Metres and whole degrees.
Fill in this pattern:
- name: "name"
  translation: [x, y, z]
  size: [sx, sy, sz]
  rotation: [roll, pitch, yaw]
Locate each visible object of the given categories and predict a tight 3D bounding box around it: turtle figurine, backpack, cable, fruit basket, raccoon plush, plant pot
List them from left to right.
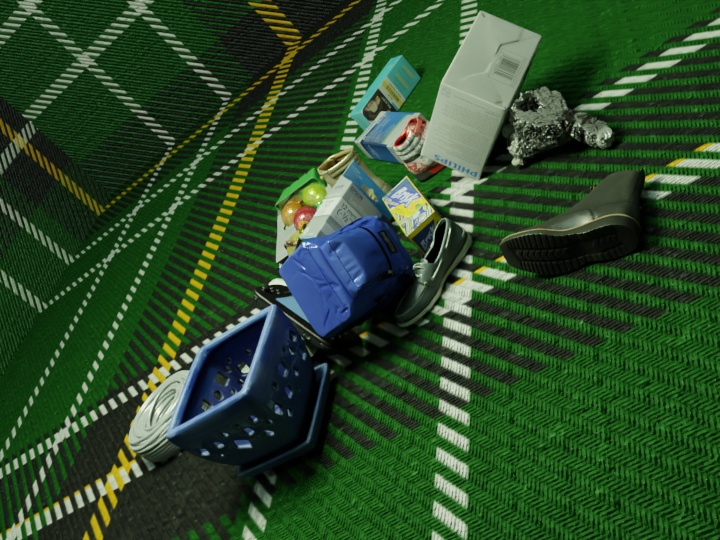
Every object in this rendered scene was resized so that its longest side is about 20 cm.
- name: "cable"
  translation: [-0.392, 0.297, 1.680]
  size: [0.200, 0.069, 0.200]
  rotation: [-46, 25, 2]
- name: "plant pot"
  translation: [-0.167, 0.211, 1.329]
  size: [0.199, 0.180, 0.201]
  rotation: [-30, 31, 30]
- name: "turtle figurine"
  translation: [-0.128, -0.042, 1.700]
  size: [0.200, 0.064, 0.163]
  rotation: [-31, 42, 64]
- name: "fruit basket"
  translation: [-0.123, -0.129, 1.889]
  size: [0.184, 0.093, 0.202]
  rotation: [-33, 43, 26]
- name: "backpack"
  translation: [0.000, 0.000, 1.361]
  size: [0.199, 0.164, 0.167]
  rotation: [-24, -7, -46]
- name: "raccoon plush"
  translation: [0.315, -0.206, 1.347]
  size: [0.096, 0.135, 0.200]
  rotation: [-36, 55, -15]

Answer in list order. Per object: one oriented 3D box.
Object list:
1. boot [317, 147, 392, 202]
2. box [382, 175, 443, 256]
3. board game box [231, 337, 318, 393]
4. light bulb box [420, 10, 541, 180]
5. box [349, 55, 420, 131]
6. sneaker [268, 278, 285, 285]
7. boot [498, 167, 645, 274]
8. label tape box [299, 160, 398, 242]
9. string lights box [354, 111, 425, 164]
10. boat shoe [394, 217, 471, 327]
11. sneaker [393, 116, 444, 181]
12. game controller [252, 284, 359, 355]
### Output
- name: "boot"
  translation: [-0.042, -0.155, 1.693]
  size: [0.199, 0.155, 0.073]
  rotation: [-29, 30, 33]
- name: "box"
  translation: [0.103, -0.102, 1.501]
  size: [0.070, 0.064, 0.200]
  rotation: [-42, 25, 8]
- name: "board game box"
  translation: [-0.145, 0.158, 1.492]
  size: [0.199, 0.034, 0.135]
  rotation: [-33, 9, 27]
- name: "light bulb box"
  translation: [0.213, -0.311, 1.463]
  size: [0.201, 0.124, 0.199]
  rotation: [102, -165, -61]
- name: "box"
  translation: [0.063, -0.431, 2.018]
  size: [0.049, 0.082, 0.201]
  rotation: [2, 53, 56]
- name: "sneaker"
  translation: [-0.146, 0.070, 1.623]
  size: [0.199, 0.075, 0.088]
  rotation: [-7, 50, 57]
- name: "boot"
  translation: [0.305, -0.072, 1.153]
  size: [0.198, 0.078, 0.139]
  rotation: [-7, 40, 35]
- name: "label tape box"
  translation: [-0.005, -0.094, 1.561]
  size: [0.066, 0.143, 0.201]
  rotation: [0, 51, 56]
- name: "string lights box"
  translation: [0.074, -0.303, 1.841]
  size: [0.103, 0.059, 0.200]
  rotation: [-49, 25, -7]
- name: "boat shoe"
  translation: [0.108, 0.001, 1.347]
  size: [0.201, 0.062, 0.073]
  rotation: [-54, 27, -15]
- name: "sneaker"
  translation: [0.159, -0.271, 1.607]
  size: [0.200, 0.108, 0.068]
  rotation: [-34, 28, 23]
- name: "game controller"
  translation: [-0.095, 0.080, 1.418]
  size: [0.104, 0.199, 0.043]
  rotation: [-19, -44, -53]
